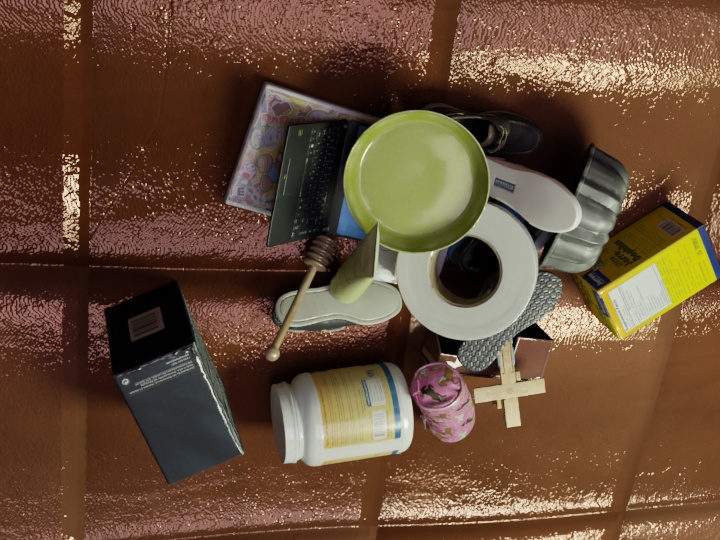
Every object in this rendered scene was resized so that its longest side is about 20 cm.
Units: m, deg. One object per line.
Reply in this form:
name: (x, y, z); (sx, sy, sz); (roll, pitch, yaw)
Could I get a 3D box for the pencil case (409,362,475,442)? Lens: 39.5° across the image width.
pencil case: (0.131, 0.210, 1.585); (0.087, 0.083, 0.200); (-40, 155, -9)

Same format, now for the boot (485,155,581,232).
boot: (0.244, -0.116, 1.428); (0.090, 0.200, 0.073); (-8, 124, -50)

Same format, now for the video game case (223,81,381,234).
video game case: (-0.074, -0.155, 1.437); (0.200, 0.023, 0.182); (14, 109, -22)

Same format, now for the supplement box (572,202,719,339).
supplement box: (0.460, -0.001, 1.621); (0.200, 0.110, 0.109); (-32, 119, -1)

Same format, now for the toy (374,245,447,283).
toy: (0.084, -0.076, 1.508); (0.115, 0.047, 0.200); (12, 109, -18)

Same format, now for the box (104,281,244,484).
box: (-0.267, 0.157, 1.424); (0.123, 0.200, 0.199); (-23, 118, -6)

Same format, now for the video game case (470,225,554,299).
video game case: (0.222, 0.005, 1.538); (0.019, 0.143, 0.200); (37, 101, -1)

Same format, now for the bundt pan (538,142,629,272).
bundt pan: (0.337, -0.082, 1.489); (0.076, 0.202, 0.202); (23, 108, 5)

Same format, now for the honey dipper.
honey dipper: (-0.092, 0.041, 1.467); (0.038, 0.038, 0.200); (34, 75, -27)

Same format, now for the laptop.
laptop: (-0.017, -0.111, 1.399); (0.200, 0.103, 0.177); (-15, 124, -51)

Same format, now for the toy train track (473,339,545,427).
toy train track: (0.227, 0.145, 1.582); (0.115, 0.033, 0.200); (-7, 95, -7)

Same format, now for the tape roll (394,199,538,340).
tape roll: (0.153, -0.003, 1.441); (0.202, 0.071, 0.203); (1, 96, 12)

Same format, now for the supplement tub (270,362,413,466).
supplement tub: (-0.031, 0.224, 1.558); (0.200, 0.145, 0.145); (-6, 116, -14)

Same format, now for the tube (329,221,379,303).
tube: (0.000, 0.000, 1.415); (0.052, 0.200, 0.058); (-34, 83, -20)

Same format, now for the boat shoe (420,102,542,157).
boat shoe: (0.179, -0.195, 1.465); (0.200, 0.073, 0.075); (3, 113, -18)

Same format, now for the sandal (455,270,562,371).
sandal: (0.223, 0.070, 1.543); (0.200, 0.048, 0.075); (-43, 99, 9)

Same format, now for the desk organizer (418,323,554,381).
desk organizer: (0.206, 0.125, 1.626); (0.200, 0.072, 0.077); (7, 110, -20)

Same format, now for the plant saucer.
plant saucer: (0.077, -0.122, 1.376); (0.200, 0.031, 0.200); (1, 107, 3)

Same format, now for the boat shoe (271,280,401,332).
boat shoe: (-0.037, 0.058, 1.528); (0.200, 0.060, 0.074); (-9, 77, -18)

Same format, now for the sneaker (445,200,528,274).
sneaker: (0.225, -0.064, 1.519); (0.200, 0.111, 0.077); (-30, 119, -2)
